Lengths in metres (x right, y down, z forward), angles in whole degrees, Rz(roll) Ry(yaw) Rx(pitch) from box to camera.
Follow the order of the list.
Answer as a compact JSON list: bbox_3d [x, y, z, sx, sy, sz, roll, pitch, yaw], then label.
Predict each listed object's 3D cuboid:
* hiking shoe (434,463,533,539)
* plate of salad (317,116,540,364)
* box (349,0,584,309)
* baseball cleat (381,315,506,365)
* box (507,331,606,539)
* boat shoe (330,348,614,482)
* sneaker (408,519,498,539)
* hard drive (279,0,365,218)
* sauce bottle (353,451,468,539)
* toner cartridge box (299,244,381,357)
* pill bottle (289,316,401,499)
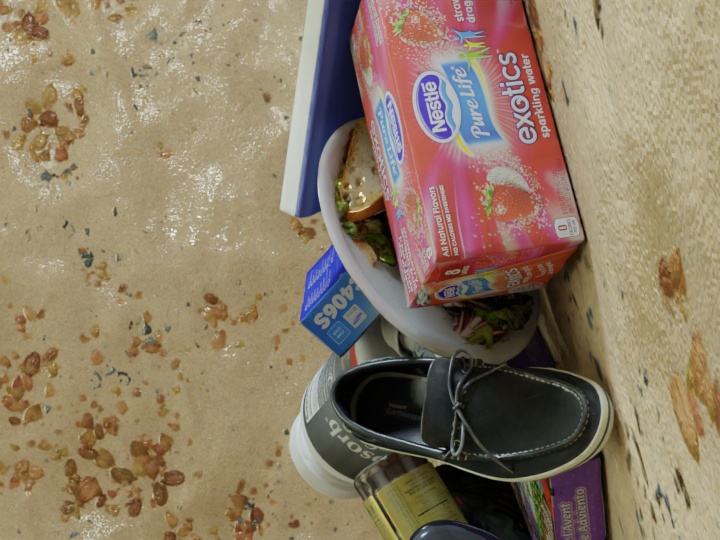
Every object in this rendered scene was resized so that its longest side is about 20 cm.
[{"bbox_3d":[0.124,0.206,1.190,0.200,0.100,0.076,39,138,51],"label":"hiking shoe"},{"bbox_3d":[0.056,-0.028,1.018,0.048,0.199,0.201,-40,51,38],"label":"plate of salad"},{"bbox_3d":[0.064,-0.087,0.947,0.096,0.099,0.202,114,146,-69],"label":"box"},{"bbox_3d":[0.062,0.066,1.069,0.070,0.106,0.201,63,-151,-33],"label":"baseball cleat"},{"bbox_3d":[0.138,0.144,1.086,0.200,0.039,0.138,-107,6,-63],"label":"box"},{"bbox_3d":[0.066,0.091,0.943,0.062,0.199,0.075,30,-112,-52],"label":"boat shoe"},{"bbox_3d":[0.116,0.252,1.041,0.200,0.074,0.088,42,174,3],"label":"sneaker"},{"bbox_3d":[0.000,-0.149,1.056,0.132,0.025,0.201,-28,-46,-52],"label":"hard drive"},{"bbox_3d":[0.068,0.231,1.122,0.201,0.064,0.065,60,173,12],"label":"sauce bottle"},{"bbox_3d":[0.000,0.000,1.163,0.043,0.095,0.200,41,-172,-7],"label":"toner cartridge box"},{"bbox_3d":[0.017,0.110,1.220,0.200,0.115,0.117,126,137,-53],"label":"pill bottle"}]
